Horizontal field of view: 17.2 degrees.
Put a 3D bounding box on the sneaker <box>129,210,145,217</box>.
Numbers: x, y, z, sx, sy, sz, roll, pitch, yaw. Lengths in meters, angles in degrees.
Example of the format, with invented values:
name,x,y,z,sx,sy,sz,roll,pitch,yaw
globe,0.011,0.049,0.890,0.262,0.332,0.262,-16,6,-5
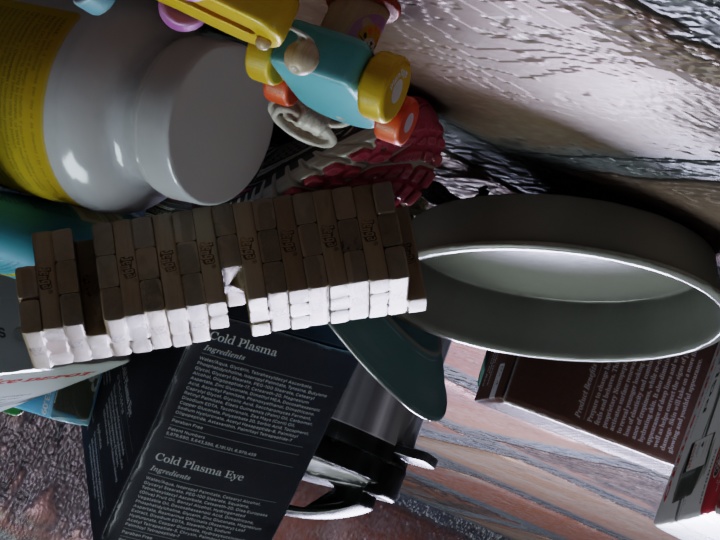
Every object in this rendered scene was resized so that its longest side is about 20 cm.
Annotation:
name,x,y,z,sx,sy,sz,roll,pitch,yaw
sneaker,-0.160,-0.096,1.353,0.146,0.077,0.202,-2,146,36

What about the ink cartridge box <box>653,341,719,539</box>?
name,x,y,z,sx,sy,sz,roll,pitch,yaw
ink cartridge box,0.236,0.087,1.314,0.083,0.147,0.200,21,171,1

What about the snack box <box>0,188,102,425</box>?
name,x,y,z,sx,sy,sz,roll,pitch,yaw
snack box,-0.195,-0.011,1.503,0.116,0.200,0.037,12,176,41

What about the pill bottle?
name,x,y,z,sx,sy,sz,roll,pitch,yaw
pill bottle,-0.145,-0.090,1.203,0.200,0.112,0.112,14,170,35

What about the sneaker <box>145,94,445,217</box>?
name,x,y,z,sx,sy,sz,roll,pitch,yaw
sneaker,-0.044,-0.051,1.243,0.200,0.075,0.081,-22,157,36

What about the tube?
name,x,y,z,sx,sy,sz,roll,pitch,yaw
tube,-0.192,-0.023,1.208,0.077,0.050,0.200,-3,168,38

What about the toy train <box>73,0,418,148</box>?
name,x,y,z,sx,sy,sz,roll,pitch,yaw
toy train,-0.061,-0.120,1.038,0.200,0.056,0.150,29,169,-31

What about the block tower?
name,x,y,z,sx,sy,sz,roll,pitch,yaw
block tower,-0.069,0.002,1.187,0.200,0.054,0.058,-8,159,-4

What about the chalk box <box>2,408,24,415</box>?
name,x,y,z,sx,sy,sz,roll,pitch,yaw
chalk box,-0.219,-0.002,1.618,0.124,0.200,0.124,20,173,8

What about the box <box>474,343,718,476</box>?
name,x,y,z,sx,sy,sz,roll,pitch,yaw
box,0.184,0.071,1.495,0.200,0.100,0.075,22,171,-12

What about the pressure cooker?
name,x,y,z,sx,sy,sz,roll,pitch,yaw
pressure cooker,-0.037,0.071,1.664,0.179,0.200,0.176,24,170,-28

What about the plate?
name,x,y,z,sx,sy,sz,roll,pitch,yaw
plate,0.000,0.000,1.411,0.200,0.026,0.200,51,-167,-16

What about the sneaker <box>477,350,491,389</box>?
name,x,y,z,sx,sy,sz,roll,pitch,yaw
sneaker,0.164,0.073,1.669,0.140,0.078,0.200,16,180,14

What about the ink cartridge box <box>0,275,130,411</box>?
name,x,y,z,sx,sy,sz,roll,pitch,yaw
ink cartridge box,-0.257,0.045,1.411,0.200,0.083,0.147,-20,169,37

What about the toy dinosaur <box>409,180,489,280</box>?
name,x,y,z,sx,sy,sz,roll,pitch,yaw
toy dinosaur,0.033,-0.035,1.383,0.088,0.047,0.200,21,177,18

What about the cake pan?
name,x,y,z,sx,sy,sz,roll,pitch,yaw
cake pan,0.107,0.005,1.313,0.200,0.037,0.200,6,162,2

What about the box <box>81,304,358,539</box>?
name,x,y,z,sx,sy,sz,roll,pitch,yaw
box,-0.092,0.056,1.454,0.104,0.182,0.200,14,-151,-19
